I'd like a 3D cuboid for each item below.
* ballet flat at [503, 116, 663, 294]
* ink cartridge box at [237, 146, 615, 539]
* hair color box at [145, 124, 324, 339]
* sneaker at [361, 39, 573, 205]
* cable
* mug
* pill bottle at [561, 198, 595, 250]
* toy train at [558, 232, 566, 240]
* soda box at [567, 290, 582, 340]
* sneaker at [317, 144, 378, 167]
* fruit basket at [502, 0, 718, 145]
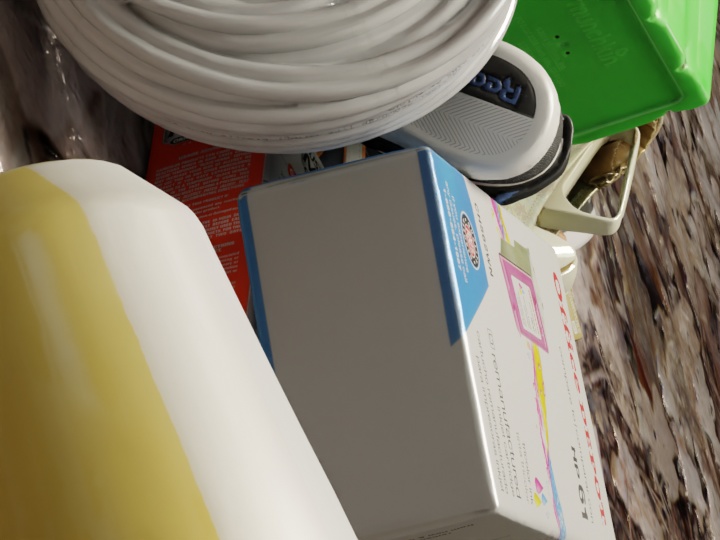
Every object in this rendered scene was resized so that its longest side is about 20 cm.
[{"bbox_3d":[0.086,-0.024,1.244,0.200,0.062,0.068,-56,164,-34],"label":"ballet flat"},{"bbox_3d":[0.032,0.047,1.071,0.200,0.084,0.145,33,45,-70],"label":"ink cartridge box"},{"bbox_3d":[-0.047,0.027,1.081,0.201,0.061,0.102,-85,154,-48],"label":"hair color box"},{"bbox_3d":[-0.006,-0.082,1.103,0.073,0.199,0.112,-58,165,-6],"label":"sneaker"},{"bbox_3d":[-0.031,-0.137,1.024,0.201,0.199,0.069,59,-12,21],"label":"cable"},{"bbox_3d":[-0.091,0.048,0.791,0.187,0.149,0.154,44,26,-72],"label":"mug"},{"bbox_3d":[0.047,-0.097,1.411,0.111,0.111,0.201,-52,126,-70],"label":"pill bottle"},{"bbox_3d":[0.052,-0.078,1.315,0.200,0.056,0.151,36,72,-28],"label":"toy train"},{"bbox_3d":[0.068,-0.048,1.522,0.068,0.064,0.201,-6,82,-73],"label":"soda box"},{"bbox_3d":[0.000,0.000,1.255,0.078,0.079,0.201,15,86,-70],"label":"sneaker"},{"bbox_3d":[0.066,-0.177,1.191,0.216,0.155,0.217,-17,90,-74],"label":"fruit basket"}]
